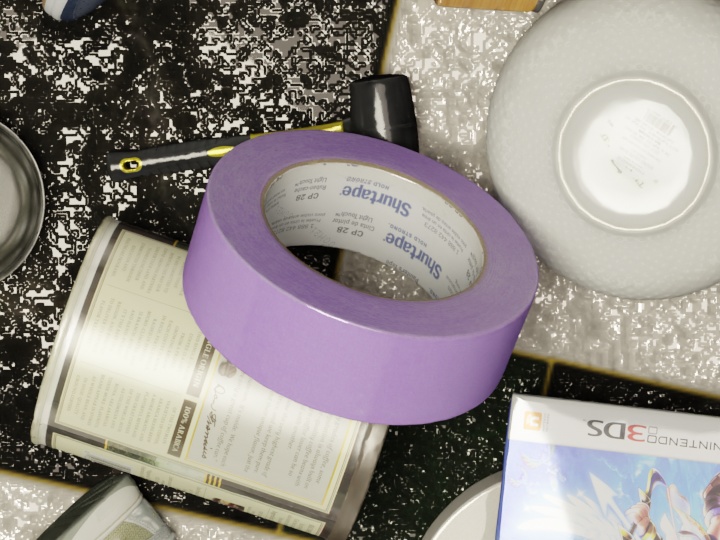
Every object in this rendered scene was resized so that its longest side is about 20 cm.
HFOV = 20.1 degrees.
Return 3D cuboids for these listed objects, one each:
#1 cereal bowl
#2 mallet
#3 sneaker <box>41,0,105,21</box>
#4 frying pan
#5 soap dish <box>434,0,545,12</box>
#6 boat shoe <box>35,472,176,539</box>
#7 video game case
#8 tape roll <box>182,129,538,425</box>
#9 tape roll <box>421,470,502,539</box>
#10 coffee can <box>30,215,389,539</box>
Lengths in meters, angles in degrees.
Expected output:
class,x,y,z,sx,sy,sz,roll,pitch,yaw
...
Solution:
class,x,y,z,sx,sy,sz,roll,pitch,yaw
cereal bowl,0.169,-0.075,1.237,0.199,0.083,0.201,3,102,14
mallet,-0.059,-0.070,1.285,0.199,0.041,0.066,-15,97,5
sneaker,-0.098,-0.207,1.253,0.108,0.070,0.200,42,90,-2
frying pan,-0.288,-0.061,1.281,0.189,0.031,0.115,27,94,1
soap dish,0.098,-0.247,1.198,0.081,0.157,0.201,23,101,-4
boat shoe,-0.197,0.213,1.259,0.065,0.074,0.202,50,60,-12
video game case,0.171,0.184,1.249,0.180,0.045,0.201,6,86,6
tape roll,0.000,0.000,1.182,0.199,0.200,0.066,18,122,-2
tape roll,0.125,0.223,1.308,0.201,0.037,0.204,0,95,-1
coffee can,-0.082,0.067,1.236,0.199,0.146,0.147,19,94,-2
